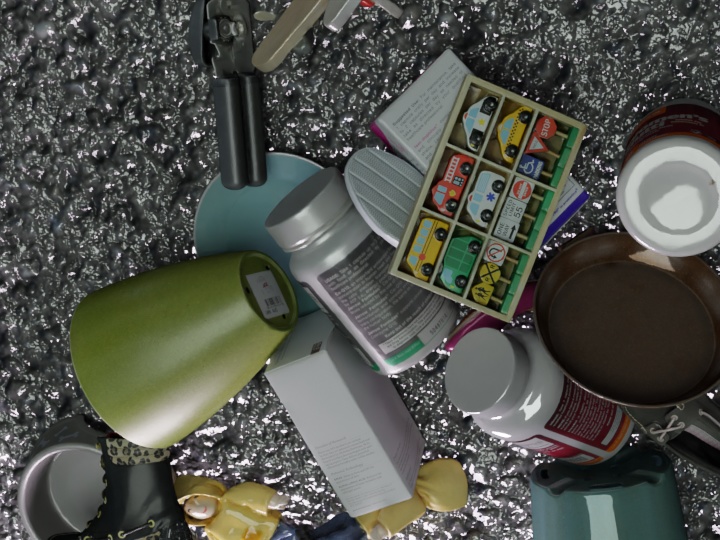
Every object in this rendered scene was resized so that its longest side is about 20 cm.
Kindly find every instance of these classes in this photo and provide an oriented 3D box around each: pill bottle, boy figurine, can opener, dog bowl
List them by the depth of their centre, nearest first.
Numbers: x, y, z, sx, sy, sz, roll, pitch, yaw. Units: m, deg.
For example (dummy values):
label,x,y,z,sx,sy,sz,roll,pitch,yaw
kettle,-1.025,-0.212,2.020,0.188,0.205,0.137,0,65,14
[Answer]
label,x,y,z,sx,sy,sz,roll,pitch,yaw
pill bottle,0.297,-0.094,1.288,0.109,0.200,0.110,5,111,13
pill bottle,0.179,0.122,1.391,0.113,0.113,0.200,-43,138,23
pill bottle,0.000,0.000,1.421,0.113,0.113,0.200,-32,109,22
can opener,-0.138,-0.186,1.446,0.067,0.053,0.201,7,105,47
boy figurine,0.026,0.270,1.542,0.199,0.124,0.065,-26,97,-10
boy figurine,-0.128,0.295,1.606,0.200,0.064,0.125,35,117,-2
dog bowl,-0.317,0.273,1.658,0.199,0.059,0.201,5,110,13

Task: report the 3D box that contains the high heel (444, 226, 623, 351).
label,x,y,z,sx,sy,sz,roll,pitch,yaw
high heel,0.185,0.047,1.410,0.200,0.067,0.096,-35,90,0

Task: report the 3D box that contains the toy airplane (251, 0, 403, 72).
label,x,y,z,sx,sy,sz,roll,pitch,yaw
toy airplane,-0.018,-0.297,1.331,0.199,0.141,0.200,-7,76,30

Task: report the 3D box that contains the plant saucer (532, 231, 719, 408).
label,x,y,z,sx,sy,sz,roll,pitch,yaw
plant saucer,0.263,0.052,1.341,0.199,0.201,0.035,16,147,8

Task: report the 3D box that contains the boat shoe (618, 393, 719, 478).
label,x,y,z,sx,sy,sz,roll,pitch,yaw
boat shoe,0.337,0.162,1.398,0.199,0.057,0.067,25,133,-29

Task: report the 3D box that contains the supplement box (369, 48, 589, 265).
label,x,y,z,sx,sy,sz,roll,pitch,yaw
supplement box,0.114,-0.108,1.369,0.200,0.101,0.103,44,88,-5

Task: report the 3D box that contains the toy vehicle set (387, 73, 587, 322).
label,x,y,z,sx,sy,sz,roll,pitch,yaw
toy vehicle set,0.119,-0.067,1.306,0.124,0.027,0.201,21,91,-5

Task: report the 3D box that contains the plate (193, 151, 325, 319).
label,x,y,z,sx,sy,sz,roll,pitch,yaw
plate,-0.083,-0.033,1.504,0.199,0.026,0.201,5,111,12

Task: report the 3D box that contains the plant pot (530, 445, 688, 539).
label,x,y,z,sx,sy,sz,roll,pitch,yaw
plant pot,0.263,0.297,1.454,0.199,0.200,0.197,-5,99,16

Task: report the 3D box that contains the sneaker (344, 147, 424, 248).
label,x,y,z,sx,sy,sz,roll,pitch,yaw
sneaker,0.058,-0.039,1.372,0.200,0.071,0.073,45,79,-4

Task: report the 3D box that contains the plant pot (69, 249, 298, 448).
label,x,y,z,sx,sy,sz,roll,pitch,yaw
plant pot,-0.168,0.063,1.461,0.199,0.187,0.188,-28,100,28

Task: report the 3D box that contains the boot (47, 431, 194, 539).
label,x,y,z,sx,sy,sz,roll,pitch,yaw
boot,-0.281,0.259,1.578,0.203,0.073,0.155,-7,95,30

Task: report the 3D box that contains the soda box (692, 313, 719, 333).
label,x,y,z,sx,sy,sz,roll,pitch,yaw
soda box,0.371,0.062,1.396,0.199,0.070,0.064,-20,104,20

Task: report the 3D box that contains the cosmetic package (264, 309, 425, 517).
label,x,y,z,sx,sy,sz,roll,pitch,yaw
cosmetic package,-0.013,0.148,1.492,0.081,0.113,0.201,-23,108,21
